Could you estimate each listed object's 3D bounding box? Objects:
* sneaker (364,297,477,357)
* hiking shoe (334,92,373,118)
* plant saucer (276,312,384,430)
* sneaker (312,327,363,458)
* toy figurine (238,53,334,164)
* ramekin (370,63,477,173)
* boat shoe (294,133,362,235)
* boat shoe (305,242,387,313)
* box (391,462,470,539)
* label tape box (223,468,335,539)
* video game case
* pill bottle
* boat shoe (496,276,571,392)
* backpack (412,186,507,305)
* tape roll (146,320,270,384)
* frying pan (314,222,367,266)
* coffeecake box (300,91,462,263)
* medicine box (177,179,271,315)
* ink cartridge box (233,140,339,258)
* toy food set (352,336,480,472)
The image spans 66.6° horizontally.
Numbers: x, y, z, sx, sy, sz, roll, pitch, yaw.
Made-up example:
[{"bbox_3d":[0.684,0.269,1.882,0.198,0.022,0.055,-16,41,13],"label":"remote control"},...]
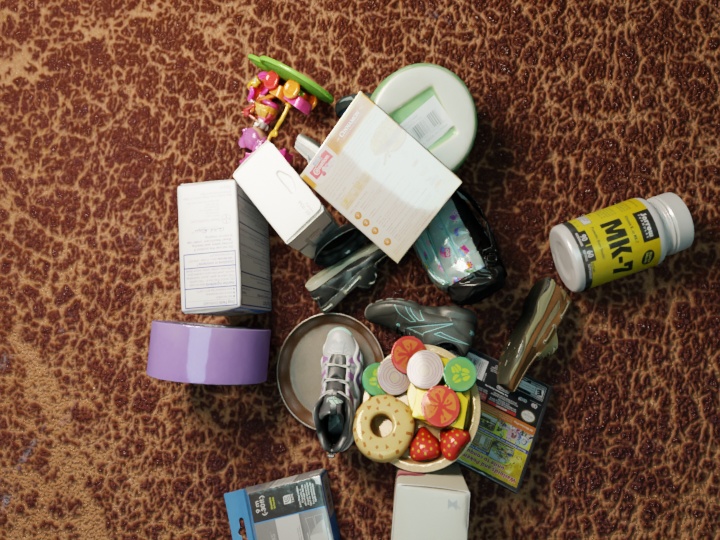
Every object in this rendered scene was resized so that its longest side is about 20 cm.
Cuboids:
[{"bbox_3d":[0.098,0.096,0.929,0.194,0.076,0.082,5,73,15],"label":"sneaker"},{"bbox_3d":[0.042,-0.256,0.981,0.194,0.074,0.089,16,86,7],"label":"hiking shoe"},{"bbox_3d":[-0.051,0.178,0.971,0.194,0.034,0.207,-1,85,6],"label":"plant saucer"},{"bbox_3d":[-0.036,0.195,0.880,0.075,0.140,0.207,-3,84,6],"label":"sneaker"},{"bbox_3d":[-0.168,-0.269,0.992,0.198,0.149,0.188,32,98,30],"label":"toy figurine"},{"bbox_3d":[0.099,-0.238,0.903,0.193,0.098,0.207,0,99,1],"label":"ramekin"},{"bbox_3d":[-0.046,-0.153,0.964,0.065,0.075,0.202,-43,108,9],"label":"boat shoe"},{"bbox_3d":[0.000,0.000,0.968,0.197,0.072,0.069,-33,99,-6],"label":"boat shoe"},{"bbox_3d":[0.103,0.375,0.851,0.105,0.200,0.132,5,84,6],"label":"box"},{"bbox_3d":[-0.140,0.442,0.940,0.194,0.063,0.149,-15,82,4],"label":"label tape box"},{"bbox_3d":[0.202,0.238,0.921,0.196,0.026,0.184,24,74,7],"label":"video game case"},{"bbox_3d":[0.425,-0.049,0.900,0.195,0.114,0.117,-20,83,4],"label":"pill bottle"},{"bbox_3d":[0.296,0.111,0.912,0.073,0.076,0.204,29,79,-2],"label":"boat shoe"},{"bbox_3d":[0.154,-0.047,0.913,0.124,0.167,0.204,-28,76,8],"label":"backpack"},{"bbox_3d":[-0.250,0.134,0.914,0.193,0.200,0.088,5,85,7],"label":"tape roll"},{"bbox_3d":[-0.012,-0.068,0.929,0.190,0.113,0.031,-45,70,35],"label":"frying pan"},{"bbox_3d":[0.032,-0.141,0.834,0.199,0.073,0.154,40,104,0],"label":"coffeecake box"},{"bbox_3d":[-0.226,-0.029,0.935,0.100,0.182,0.207,-4,84,6],"label":"medicine box"},{"bbox_3d":[-0.116,-0.111,0.921,0.082,0.200,0.147,-40,81,1],"label":"ink cartridge box"},{"bbox_3d":[0.090,0.207,0.857,0.194,0.049,0.203,7,68,20],"label":"toy food set"}]
